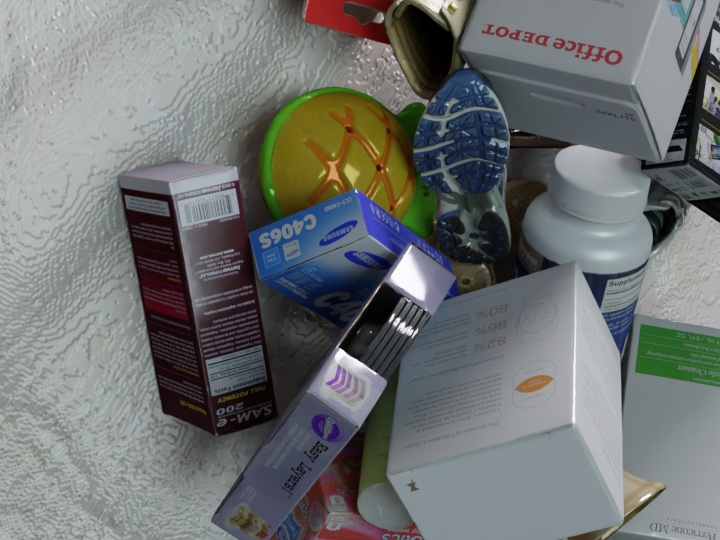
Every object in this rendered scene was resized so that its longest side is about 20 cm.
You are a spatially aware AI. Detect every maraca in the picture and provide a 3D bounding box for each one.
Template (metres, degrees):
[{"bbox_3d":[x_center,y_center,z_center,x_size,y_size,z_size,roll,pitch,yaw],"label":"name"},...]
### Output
[{"bbox_3d":[-0.001,-0.081,1.391,0.200,0.107,0.138,-4,95,-40],"label":"maraca"}]

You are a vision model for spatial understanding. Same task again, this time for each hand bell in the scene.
[{"bbox_3d":[0.154,0.138,1.442,0.104,0.104,0.200,-33,74,-22],"label":"hand bell"}]

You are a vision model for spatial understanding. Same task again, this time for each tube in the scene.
[{"bbox_3d":[0.032,0.123,1.387,0.052,0.200,0.058,-14,122,17],"label":"tube"}]

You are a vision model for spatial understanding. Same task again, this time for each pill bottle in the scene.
[{"bbox_3d":[0.187,-0.001,1.458,0.111,0.111,0.200,-12,129,-28],"label":"pill bottle"}]

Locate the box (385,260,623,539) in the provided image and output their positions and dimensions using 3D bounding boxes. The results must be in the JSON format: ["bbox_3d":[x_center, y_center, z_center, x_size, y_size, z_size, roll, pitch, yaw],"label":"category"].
[{"bbox_3d":[0.115,0.109,1.319,0.200,0.152,0.106,-79,147,-52],"label":"box"}]

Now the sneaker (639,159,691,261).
[{"bbox_3d":[0.275,-0.056,1.565,0.200,0.071,0.073,-49,115,-16],"label":"sneaker"}]

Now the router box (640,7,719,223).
[{"bbox_3d":[0.323,-0.119,1.458,0.200,0.051,0.150,27,67,-42],"label":"router box"}]

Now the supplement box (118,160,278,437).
[{"bbox_3d":[-0.126,0.019,1.328,0.061,0.109,0.201,-14,103,-27],"label":"supplement box"}]

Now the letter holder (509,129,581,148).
[{"bbox_3d":[0.230,-0.194,1.510,0.200,0.101,0.143,-13,100,-28],"label":"letter holder"}]

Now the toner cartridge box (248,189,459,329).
[{"bbox_3d":[0.000,0.000,1.350,0.200,0.095,0.043,33,38,-61],"label":"toner cartridge box"}]

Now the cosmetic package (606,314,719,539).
[{"bbox_3d":[0.278,0.153,1.535,0.107,0.085,0.201,9,71,1],"label":"cosmetic package"}]

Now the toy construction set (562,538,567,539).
[{"bbox_3d":[0.139,0.307,1.525,0.131,0.092,0.201,18,76,-30],"label":"toy construction set"}]

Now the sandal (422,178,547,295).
[{"bbox_3d":[0.096,-0.013,1.471,0.212,0.070,0.078,-36,112,-21],"label":"sandal"}]

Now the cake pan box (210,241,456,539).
[{"bbox_3d":[-0.019,0.093,1.274,0.052,0.200,0.184,34,44,-1],"label":"cake pan box"}]

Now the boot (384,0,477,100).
[{"bbox_3d":[0.076,-0.251,1.344,0.155,0.073,0.200,-48,145,-46],"label":"boot"}]

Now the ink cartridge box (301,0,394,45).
[{"bbox_3d":[0.003,-0.288,1.389,0.116,0.067,0.201,11,90,-31],"label":"ink cartridge box"}]

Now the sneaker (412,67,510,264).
[{"bbox_3d":[0.084,-0.097,1.380,0.077,0.085,0.200,0,140,5],"label":"sneaker"}]

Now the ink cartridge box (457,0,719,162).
[{"bbox_3d":[0.192,-0.215,1.348,0.200,0.146,0.146,-68,155,-13],"label":"ink cartridge box"}]

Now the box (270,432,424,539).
[{"bbox_3d":[0.032,0.206,1.420,0.200,0.095,0.103,8,128,-26],"label":"box"}]
